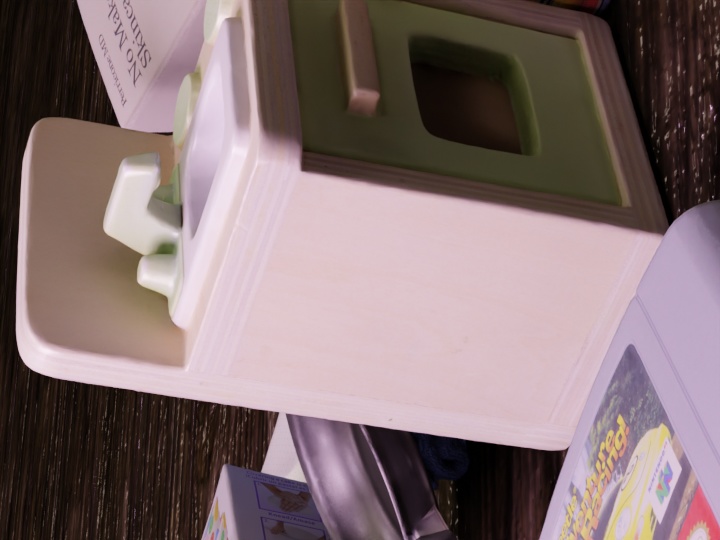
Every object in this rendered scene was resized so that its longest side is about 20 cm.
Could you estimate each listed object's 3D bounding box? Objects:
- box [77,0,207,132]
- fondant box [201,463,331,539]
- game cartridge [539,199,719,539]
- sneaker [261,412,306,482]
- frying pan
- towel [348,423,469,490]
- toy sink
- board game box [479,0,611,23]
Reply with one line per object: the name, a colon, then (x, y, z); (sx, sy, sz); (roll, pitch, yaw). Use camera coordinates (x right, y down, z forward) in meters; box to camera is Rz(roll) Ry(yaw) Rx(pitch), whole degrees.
box: (-0.040, -0.140, 0.882); (0.200, 0.068, 0.082); (-54, 50, 47)
fondant box: (-0.040, 0.190, 0.919); (0.200, 0.058, 0.144); (-110, 34, -64)
game cartridge: (0.091, 0.087, 0.677); (0.133, 0.041, 0.200); (-101, 25, -62)
sneaker: (-0.046, 0.144, 1.064); (0.070, 0.080, 0.201); (158, 121, -75)
frying pan: (0.011, 0.077, 0.823); (0.115, 0.031, 0.190); (70, 163, -5)
towel: (0.000, 0.000, 0.971); (0.200, 0.048, 0.112); (-105, 2, -58)
toy sink: (-0.010, -0.033, 0.806); (0.130, 0.200, 0.112); (-97, 22, -49)
board game box: (0.043, -0.112, 0.843); (0.200, 0.105, 0.023); (117, 158, -51)
